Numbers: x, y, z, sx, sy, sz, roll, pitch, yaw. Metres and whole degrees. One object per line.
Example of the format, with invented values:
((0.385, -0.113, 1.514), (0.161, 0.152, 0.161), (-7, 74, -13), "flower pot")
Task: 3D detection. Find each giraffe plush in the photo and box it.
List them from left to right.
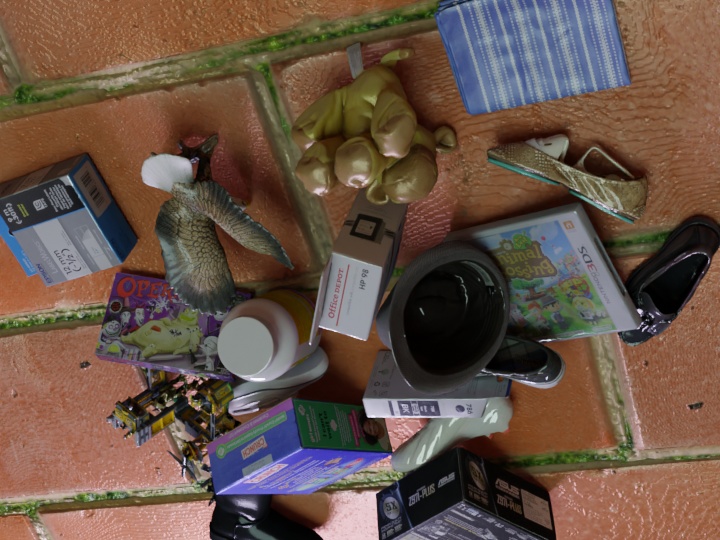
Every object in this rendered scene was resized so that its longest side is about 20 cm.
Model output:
((0.029, -0.143, 1.544), (0.171, 0.202, 0.162), (-14, 137, 30), "giraffe plush")

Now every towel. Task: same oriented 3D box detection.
((0.193, -0.254, 1.495), (0.197, 0.024, 0.146), (-8, 121, 22), "towel")

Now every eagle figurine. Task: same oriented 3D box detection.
((-0.184, -0.064, 1.662), (0.149, 0.202, 0.152), (-16, 165, -17), "eagle figurine")

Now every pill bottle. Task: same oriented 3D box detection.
((-0.119, 0.084, 1.698), (0.103, 0.200, 0.106), (1, 94, 11), "pill bottle")

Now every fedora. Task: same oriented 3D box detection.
((0.088, 0.053, 1.625), (0.090, 0.199, 0.179), (7, 123, 55), "fedora")

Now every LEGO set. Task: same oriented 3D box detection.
((-0.272, 0.192, 1.843), (0.199, 0.115, 0.155), (38, 139, 23), "LEGO set")

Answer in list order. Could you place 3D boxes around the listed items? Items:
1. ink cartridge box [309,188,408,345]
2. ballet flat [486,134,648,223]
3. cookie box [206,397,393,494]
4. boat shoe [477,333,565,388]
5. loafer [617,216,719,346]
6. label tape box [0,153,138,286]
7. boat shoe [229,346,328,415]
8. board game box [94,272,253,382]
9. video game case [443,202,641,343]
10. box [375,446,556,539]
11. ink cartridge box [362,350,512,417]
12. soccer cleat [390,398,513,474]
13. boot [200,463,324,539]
((0.000, 0.000, 1.615), (0.066, 0.201, 0.117), (15, 127, 5), "ink cartridge box")
((0.246, -0.122, 1.555), (0.198, 0.071, 0.066), (22, 100, -2), "ballet flat")
((-0.082, 0.244, 1.815), (0.170, 0.076, 0.199), (-30, 155, 31), "cookie box")
((0.163, 0.103, 1.688), (0.197, 0.070, 0.057), (8, 162, 27), "boat shoe")
((0.366, 0.023, 1.607), (0.071, 0.063, 0.201), (27, 127, -4), "loafer")
((-0.421, -0.057, 1.787), (0.198, 0.066, 0.144), (-16, 117, 24), "label tape box")
((-0.119, 0.159, 1.843), (0.198, 0.072, 0.066), (-20, 123, 27), "boat shoe")
((-0.252, 0.076, 1.800), (0.197, 0.122, 0.032), (8, 157, 11), "board game box")
((0.223, 0.012, 1.641), (0.198, 0.022, 0.183), (-12, 120, 40), "video game case")
((0.147, 0.344, 1.838), (0.199, 0.087, 0.163), (29, 130, -33), "box")
((0.109, 0.149, 1.748), (0.197, 0.100, 0.040), (-2, 126, 19), "ink cartridge box")
((0.117, 0.212, 1.813), (0.198, 0.070, 0.078), (-29, 110, 23), "soccer cleat")
((-0.143, 0.349, 1.982), (0.195, 0.074, 0.164), (13, 123, 9), "boot")
